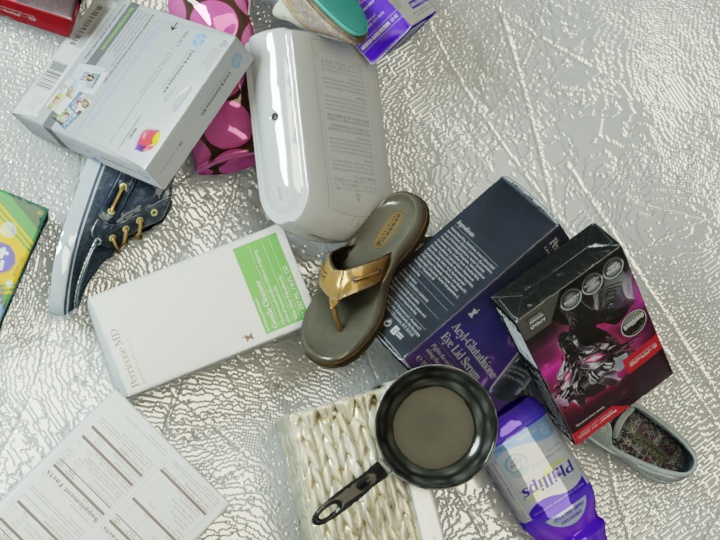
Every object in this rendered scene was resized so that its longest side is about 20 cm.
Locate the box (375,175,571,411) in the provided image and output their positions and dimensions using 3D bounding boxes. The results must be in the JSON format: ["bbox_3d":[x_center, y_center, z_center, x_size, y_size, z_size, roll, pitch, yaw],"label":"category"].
[{"bbox_3d":[0.122,0.035,1.577,0.200,0.104,0.148,-42,132,0],"label":"box"}]

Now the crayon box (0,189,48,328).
[{"bbox_3d":[-0.415,-0.037,1.555,0.200,0.052,0.126,22,78,-7],"label":"crayon box"}]

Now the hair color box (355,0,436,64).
[{"bbox_3d":[-0.020,-0.309,1.640,0.200,0.109,0.065,47,114,-2],"label":"hair color box"}]

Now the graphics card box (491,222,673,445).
[{"bbox_3d":[0.214,0.064,1.549,0.125,0.051,0.200,-35,131,-6],"label":"graphics card box"}]

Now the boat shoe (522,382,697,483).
[{"bbox_3d":[0.258,0.150,1.656,0.201,0.072,0.070,32,77,-5],"label":"boat shoe"}]

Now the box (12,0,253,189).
[{"bbox_3d":[-0.220,-0.177,1.557,0.200,0.041,0.156,22,73,38],"label":"box"}]

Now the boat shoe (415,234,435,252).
[{"bbox_3d":[0.084,-0.006,1.644,0.200,0.065,0.073,4,115,-28],"label":"boat shoe"}]

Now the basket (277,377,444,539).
[{"bbox_3d":[0.000,0.214,1.564,0.123,0.136,0.200,-11,84,-9],"label":"basket"}]

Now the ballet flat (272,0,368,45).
[{"bbox_3d":[-0.071,-0.286,1.576,0.200,0.067,0.068,52,40,3],"label":"ballet flat"}]

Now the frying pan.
[{"bbox_3d":[0.050,0.176,1.491,0.115,0.031,0.190,31,84,-1],"label":"frying pan"}]

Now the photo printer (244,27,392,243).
[{"bbox_3d":[-0.038,-0.126,1.597,0.166,0.069,0.200,2,79,-57],"label":"photo printer"}]

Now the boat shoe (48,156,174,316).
[{"bbox_3d":[-0.238,-0.044,1.581,0.091,0.071,0.201,16,77,-5],"label":"boat shoe"}]

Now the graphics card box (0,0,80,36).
[{"bbox_3d":[-0.313,-0.343,1.585,0.125,0.051,0.200,17,77,-8],"label":"graphics card box"}]

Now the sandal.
[{"bbox_3d":[0.000,0.000,1.538,0.082,0.055,0.200,19,67,36],"label":"sandal"}]

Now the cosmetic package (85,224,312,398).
[{"bbox_3d":[-0.156,0.041,1.581,0.200,0.085,0.108,-23,90,-15],"label":"cosmetic package"}]

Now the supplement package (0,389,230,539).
[{"bbox_3d":[-0.249,0.235,1.498,0.151,0.152,0.200,45,76,-3],"label":"supplement package"}]

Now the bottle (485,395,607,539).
[{"bbox_3d":[0.191,0.227,1.635,0.083,0.065,0.200,-31,89,-10],"label":"bottle"}]

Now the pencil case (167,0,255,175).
[{"bbox_3d":[-0.134,-0.197,1.614,0.093,0.091,0.200,-10,87,8],"label":"pencil case"}]
